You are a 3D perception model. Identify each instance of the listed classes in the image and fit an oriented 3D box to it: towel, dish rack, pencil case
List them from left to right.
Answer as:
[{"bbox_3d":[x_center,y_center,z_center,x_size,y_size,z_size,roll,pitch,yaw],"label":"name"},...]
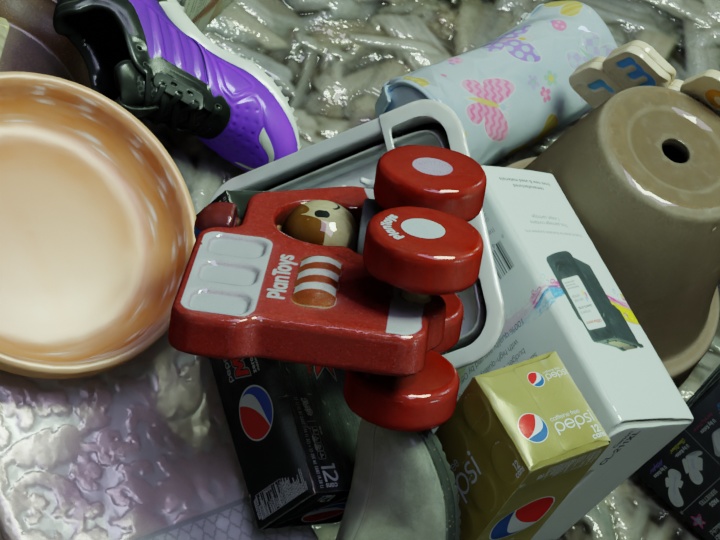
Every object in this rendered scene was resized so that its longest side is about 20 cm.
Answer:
[{"bbox_3d":[-0.132,0.126,1.294,0.199,0.032,0.192,-17,75,-37],"label":"towel"},{"bbox_3d":[0.000,0.000,1.379,0.043,0.199,0.173,16,58,-60],"label":"dish rack"},{"bbox_3d":[0.103,-0.132,1.586,0.199,0.083,0.091,-30,87,-36],"label":"pencil case"}]

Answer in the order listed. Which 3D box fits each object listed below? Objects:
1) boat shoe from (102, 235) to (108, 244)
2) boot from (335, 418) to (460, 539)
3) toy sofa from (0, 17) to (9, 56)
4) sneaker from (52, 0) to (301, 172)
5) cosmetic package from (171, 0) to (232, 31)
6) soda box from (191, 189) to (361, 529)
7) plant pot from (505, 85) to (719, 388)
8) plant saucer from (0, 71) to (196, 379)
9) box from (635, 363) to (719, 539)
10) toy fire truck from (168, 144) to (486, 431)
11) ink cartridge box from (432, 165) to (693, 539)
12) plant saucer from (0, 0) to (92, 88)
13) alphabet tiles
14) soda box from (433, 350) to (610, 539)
[{"bbox_3d":[-0.174,-0.003,1.361,0.200,0.066,0.072,31,60,-12],"label":"boat shoe"},{"bbox_3d":[-0.012,0.183,1.237,0.130,0.202,0.067,-19,29,-38],"label":"boot"},{"bbox_3d":[-0.325,-0.136,1.360,0.198,0.099,0.083,14,6,-13],"label":"toy sofa"},{"bbox_3d":[-0.132,-0.123,1.462,0.200,0.069,0.100,44,40,-8],"label":"sneaker"},{"bbox_3d":[-0.121,-0.250,1.574,0.103,0.087,0.200,36,50,7],"label":"cosmetic package"},{"bbox_3d":[-0.048,0.053,1.326,0.070,0.063,0.202,1,65,-42],"label":"soda box"},{"bbox_3d":[0.178,-0.032,1.487,0.198,0.175,0.202,12,50,-14],"label":"plant pot"},{"bbox_3d":[-0.195,-0.024,1.297,0.198,0.037,0.202,12,59,-21],"label":"plant saucer"},{"bbox_3d":[0.301,0.090,1.476,0.115,0.132,0.200,44,50,7],"label":"box"},{"bbox_3d":[-0.018,-0.001,1.242,0.166,0.113,0.200,9,27,0],"label":"toy fire truck"},{"bbox_3d":[0.100,0.057,1.393,0.082,0.146,0.201,2,51,-46],"label":"ink cartridge box"},{"bbox_3d":[-0.262,-0.119,1.449,0.198,0.035,0.202,13,51,-16],"label":"plant saucer"},{"bbox_3d":[0.240,-0.084,1.530,0.200,0.195,0.015,42,69,-12],"label":"alphabet tiles"},{"bbox_3d":[0.069,0.134,1.293,0.064,0.200,0.068,-14,62,-33],"label":"soda box"}]
